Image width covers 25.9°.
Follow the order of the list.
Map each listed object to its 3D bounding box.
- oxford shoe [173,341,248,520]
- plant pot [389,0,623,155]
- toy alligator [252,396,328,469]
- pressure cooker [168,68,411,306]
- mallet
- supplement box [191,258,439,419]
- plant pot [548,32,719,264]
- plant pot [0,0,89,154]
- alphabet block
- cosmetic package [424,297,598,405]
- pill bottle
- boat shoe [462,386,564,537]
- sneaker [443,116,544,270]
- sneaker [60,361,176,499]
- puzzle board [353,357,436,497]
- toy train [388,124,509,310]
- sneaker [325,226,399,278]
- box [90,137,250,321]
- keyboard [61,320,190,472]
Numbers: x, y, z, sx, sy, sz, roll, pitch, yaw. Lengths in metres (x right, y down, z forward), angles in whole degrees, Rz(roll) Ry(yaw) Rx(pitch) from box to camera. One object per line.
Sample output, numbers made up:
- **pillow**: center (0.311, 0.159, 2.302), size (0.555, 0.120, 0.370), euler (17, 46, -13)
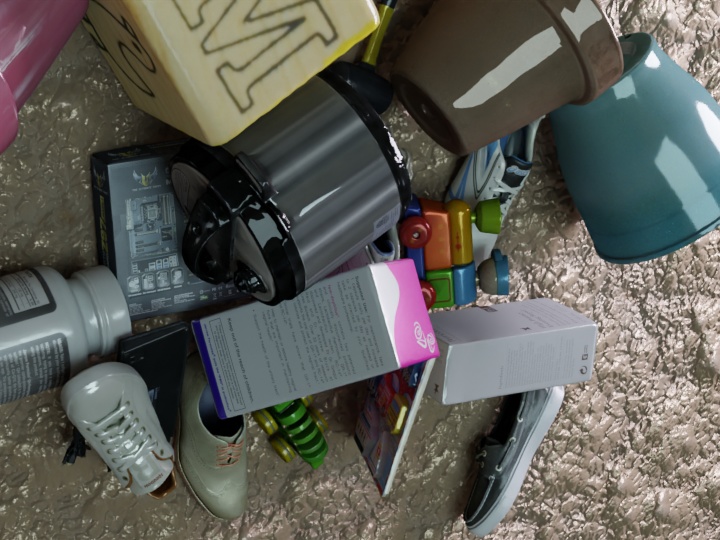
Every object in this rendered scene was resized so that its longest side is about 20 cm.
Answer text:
- **oxford shoe**: center (-0.146, 0.173, 1.568), size (0.071, 0.074, 0.200), euler (-24, 118, -22)
- **plant pot**: center (0.129, -0.207, 1.532), size (0.175, 0.200, 0.200), euler (-42, 123, -10)
- **toy alligator**: center (-0.078, 0.139, 1.611), size (0.059, 0.054, 0.200), euler (-38, 122, -16)
- **pressure cooker**: center (-0.076, -0.068, 1.403), size (0.200, 0.179, 0.176), euler (-37, 125, -17)
- **mallet**: center (0.017, -0.256, 1.546), size (0.066, 0.041, 0.201), euler (9, 98, -37)
- **supplement box**: center (-0.042, 0.064, 1.483), size (0.101, 0.200, 0.104), euler (-8, 80, -63)
- **plant pot**: center (0.293, -0.141, 1.669), size (0.200, 0.200, 0.188), euler (-40, 111, -14)
- **plant pot**: center (-0.326, -0.201, 1.269), size (0.179, 0.200, 0.200), euler (-50, 126, -26)
- **alphabet block**: center (-0.135, -0.257, 1.356), size (0.196, 0.195, 0.200), euler (-38, 121, -13)
- **cosmetic package**: center (0.148, 0.085, 1.704), size (0.200, 0.102, 0.074), euler (-6, 109, -31)
- **pill bottle**: center (-0.313, 0.060, 1.404), size (0.200, 0.111, 0.111), euler (-17, 115, -25)
- **boat shoe**: center (0.161, 0.204, 1.781), size (0.057, 0.069, 0.200), euler (28, 90, -16)
- **sneaker**: center (0.140, -0.091, 1.656), size (0.072, 0.072, 0.201), euler (8, 104, -35)
- **sneaker**: center (-0.207, 0.150, 1.425), size (0.073, 0.085, 0.200), euler (-34, 152, -5)
- **puzzle board**: center (0.029, 0.129, 1.594), size (0.017, 0.200, 0.151), euler (18, 98, -11)
- **toy train**: center (0.093, -0.057, 1.607), size (0.115, 0.085, 0.201), euler (-6, 112, -2)
- **sneaker**: center (0.000, 0.000, 1.591), size (0.074, 0.087, 0.201), euler (-13, 114, -30)
- **box**: center (-0.153, -0.047, 1.502), size (0.200, 0.051, 0.158), euler (-13, 113, -27)
- **keyboard**: center (-0.225, 0.127, 1.480), size (0.127, 0.021, 0.200), euler (-23, 148, -29)
